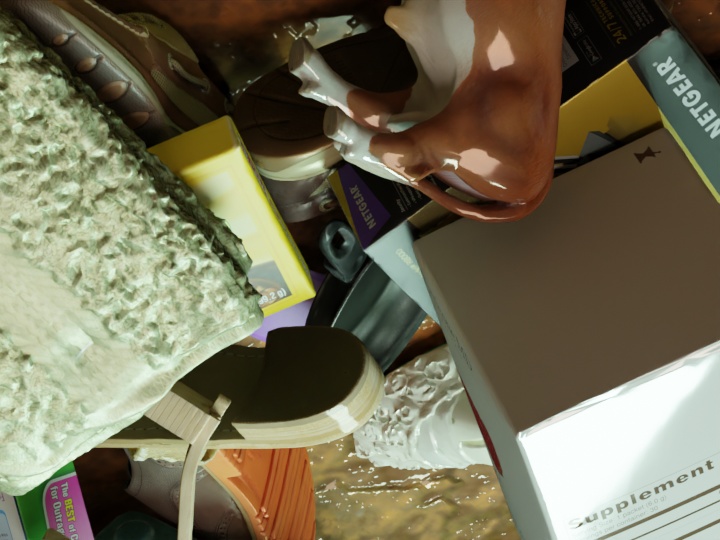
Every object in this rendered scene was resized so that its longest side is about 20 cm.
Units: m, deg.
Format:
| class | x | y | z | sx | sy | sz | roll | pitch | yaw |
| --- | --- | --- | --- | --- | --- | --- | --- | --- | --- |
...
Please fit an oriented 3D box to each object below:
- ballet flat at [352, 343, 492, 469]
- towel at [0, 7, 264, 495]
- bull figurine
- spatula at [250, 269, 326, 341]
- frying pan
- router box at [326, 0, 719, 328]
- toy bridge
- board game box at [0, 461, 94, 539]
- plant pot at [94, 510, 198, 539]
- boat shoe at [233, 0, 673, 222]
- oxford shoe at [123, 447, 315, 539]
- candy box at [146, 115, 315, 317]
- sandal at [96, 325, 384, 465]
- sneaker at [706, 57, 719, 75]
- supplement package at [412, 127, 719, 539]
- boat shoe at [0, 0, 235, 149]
| class | x | y | z | sx | sy | sz | roll | pitch | yaw |
| --- | --- | --- | --- | --- | --- | --- | --- | --- | --- |
| ballet flat | 0.082 | 0.058 | 1.363 | 0.200 | 0.072 | 0.072 | -28 | 136 | 15 |
| towel | -0.147 | -0.013 | 1.085 | 0.148 | 0.036 | 0.200 | -39 | 112 | 8 |
| bull figurine | 0.039 | -0.121 | 1.069 | 0.121 | 0.200 | 0.065 | 5 | 171 | -25 |
| spatula | -0.100 | 0.006 | 1.288 | 0.200 | 0.021 | 0.057 | 9 | 136 | -23 |
| frying pan | -0.007 | 0.015 | 1.247 | 0.115 | 0.031 | 0.190 | -62 | 160 | 16 |
| router box | 0.105 | -0.020 | 1.183 | 0.157 | 0.052 | 0.200 | -36 | 135 | 11 |
| toy bridge | -0.112 | 0.137 | 1.189 | 0.067 | 0.027 | 0.200 | 33 | 99 | -6 |
| board game box | -0.179 | 0.173 | 1.271 | 0.153 | 0.200 | 0.040 | -6 | -168 | 38 |
| plant pot | -0.097 | 0.240 | 1.378 | 0.196 | 0.196 | 0.200 | -42 | 143 | -37 |
| boat shoe | 0.043 | -0.075 | 1.189 | 0.200 | 0.072 | 0.072 | -25 | 139 | -11 |
| oxford shoe | -0.075 | 0.102 | 1.379 | 0.073 | 0.071 | 0.200 | -3 | 139 | 20 |
| candy box | -0.127 | 0.013 | 1.150 | 0.200 | 0.026 | 0.102 | -23 | 135 | 3 |
| sandal | -0.075 | 0.066 | 1.249 | 0.212 | 0.078 | 0.070 | 1 | 142 | 33 |
| sneaker | 0.137 | -0.056 | 1.257 | 0.200 | 0.077 | 0.084 | -32 | 130 | 4 |
| supplement package | 0.116 | 0.065 | 1.140 | 0.120 | 0.121 | 0.200 | -24 | 136 | -3 |
| boat shoe | -0.104 | -0.073 | 1.166 | 0.076 | 0.072 | 0.200 | -14 | 146 | 20 |
